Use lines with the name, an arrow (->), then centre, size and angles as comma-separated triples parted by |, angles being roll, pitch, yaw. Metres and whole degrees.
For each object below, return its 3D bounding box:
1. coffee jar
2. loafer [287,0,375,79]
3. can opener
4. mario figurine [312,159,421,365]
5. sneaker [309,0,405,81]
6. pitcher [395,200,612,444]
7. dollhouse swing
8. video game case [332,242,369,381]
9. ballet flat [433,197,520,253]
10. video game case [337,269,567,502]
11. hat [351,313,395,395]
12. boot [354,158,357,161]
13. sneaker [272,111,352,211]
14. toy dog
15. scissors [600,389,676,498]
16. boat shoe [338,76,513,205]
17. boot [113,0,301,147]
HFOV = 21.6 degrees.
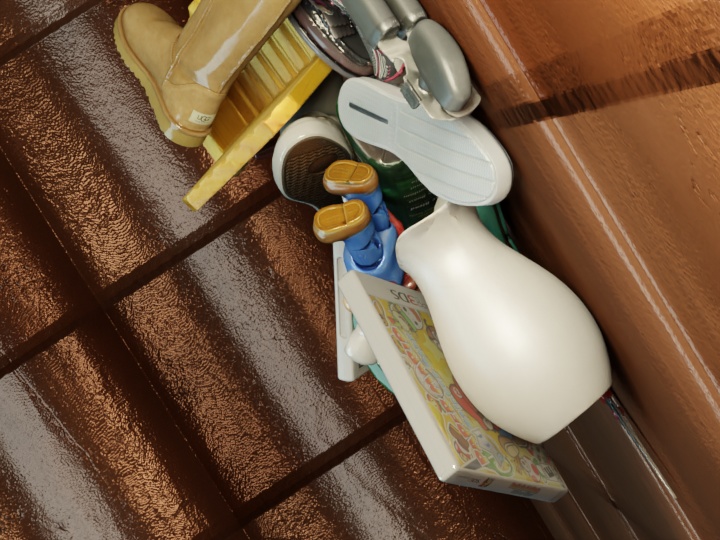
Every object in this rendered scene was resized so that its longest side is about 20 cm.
coffee jar -> 0.044, -0.099, 1.717 | 0.105, 0.085, 0.200 | 57, 178, 27
loafer -> -0.037, -0.257, 1.623 | 0.201, 0.072, 0.063 | 57, 137, 7
can opener -> 0.028, -0.195, 1.410 | 0.201, 0.052, 0.067 | 55, 143, 19
mario figurine -> 0.000, 0.000, 1.668 | 0.106, 0.123, 0.201 | 30, 157, 41
sneaker -> -0.026, -0.238, 1.508 | 0.201, 0.074, 0.081 | 58, 177, -13
pitcher -> 0.111, 0.041, 1.557 | 0.201, 0.121, 0.172 | 52, 173, 3
dollhouse swing -> -0.116, -0.184, 1.698 | 0.182, 0.200, 0.175 | 54, -141, 4
video game case -> 0.022, 0.005, 2.052 | 0.200, 0.023, 0.184 | -29, -60, -60
ballet flat -> 0.100, -0.028, 1.648 | 0.201, 0.070, 0.068 | 61, 179, -41
video game case -> 0.078, 0.097, 1.566 | 0.181, 0.023, 0.201 | 18, -142, -53
hat -> 0.100, 0.038, 1.983 | 0.199, 0.175, 0.167 | 19, 118, 33
boot -> 0.062, -0.077, 2.000 | 0.201, 0.075, 0.107 | 54, -163, -18
sneaker -> -0.049, -0.109, 1.694 | 0.085, 0.072, 0.200 | 64, -178, 17
toy dog -> -0.063, -0.181, 1.840 | 0.132, 0.095, 0.202 | 110, 153, -73
scissors -> 0.225, 0.119, 1.695 | 0.201, 0.014, 0.073 | 57, 175, 7
boat shoe -> 0.062, -0.112, 1.505 | 0.200, 0.062, 0.073 | 36, 128, 43
boot -> -0.126, -0.232, 1.634 | 0.066, 0.200, 0.176 | 1, -133, -42
